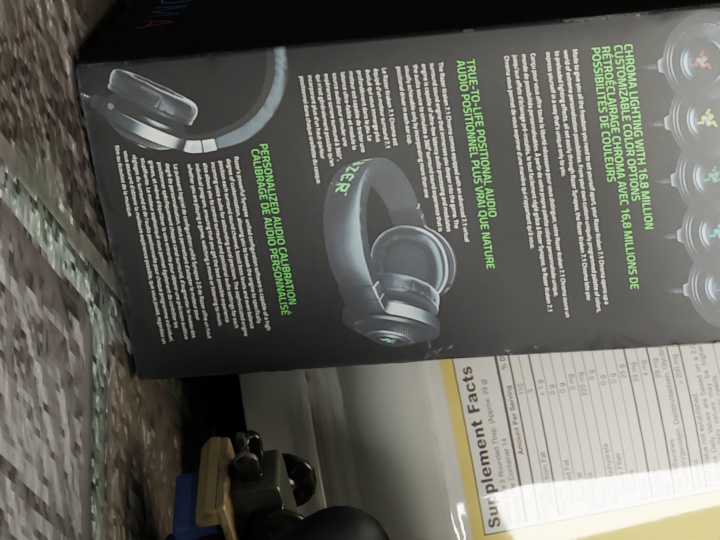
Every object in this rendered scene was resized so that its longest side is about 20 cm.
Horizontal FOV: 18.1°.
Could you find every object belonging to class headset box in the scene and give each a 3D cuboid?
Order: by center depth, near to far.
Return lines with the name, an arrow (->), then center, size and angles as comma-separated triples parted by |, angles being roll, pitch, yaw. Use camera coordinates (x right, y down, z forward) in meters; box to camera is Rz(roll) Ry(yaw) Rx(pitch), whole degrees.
headset box -> 0.045, -0.051, 0.639 | 0.174, 0.198, 0.093 | -61, 145, -64

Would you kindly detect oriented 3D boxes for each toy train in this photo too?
toy train -> -0.022, 0.126, 0.636 | 0.034, 0.045, 0.201 | -89, 170, -55

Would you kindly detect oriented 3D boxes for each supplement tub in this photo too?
supplement tub -> 0.069, 0.054, 0.696 | 0.145, 0.198, 0.147 | 169, -90, -90

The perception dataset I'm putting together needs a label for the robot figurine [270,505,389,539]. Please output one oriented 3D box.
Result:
robot figurine -> 0.006, 0.152, 0.539 | 0.151, 0.124, 0.201 | -84, 164, -51
